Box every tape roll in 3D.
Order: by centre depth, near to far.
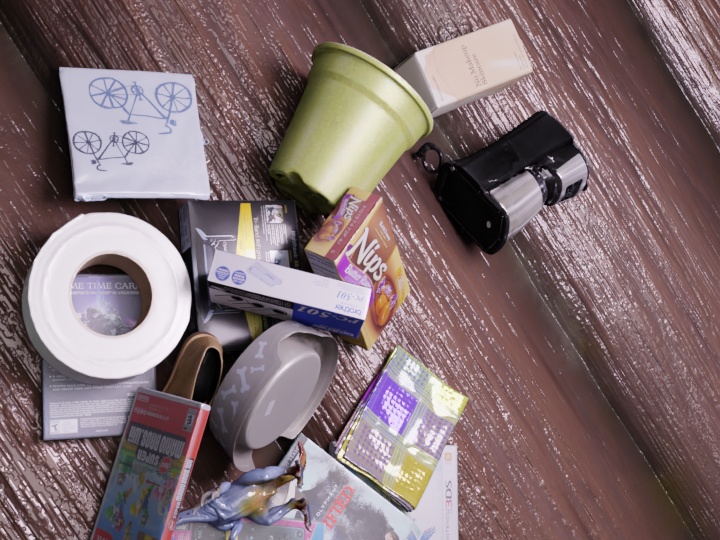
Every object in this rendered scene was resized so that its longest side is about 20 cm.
[{"bbox_3d":[-0.311,0.034,1.199,0.198,0.071,0.207,6,77,-24],"label":"tape roll"}]

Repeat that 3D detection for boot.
[{"bbox_3d":[-0.218,0.178,1.200,0.072,0.075,0.204,18,92,-22],"label":"boot"}]

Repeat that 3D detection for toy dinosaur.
[{"bbox_3d":[-0.151,0.292,1.171,0.177,0.200,0.107,-11,94,1],"label":"toy dinosaur"}]

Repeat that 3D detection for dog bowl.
[{"bbox_3d":[-0.111,0.152,1.229,0.058,0.202,0.200,32,61,22],"label":"dog bowl"}]

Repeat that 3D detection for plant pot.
[{"bbox_3d":[-0.029,-0.174,1.348,0.199,0.200,0.186,35,78,-14],"label":"plant pot"}]

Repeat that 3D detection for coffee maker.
[{"bbox_3d":[0.222,-0.156,1.480,0.198,0.134,0.194,-33,93,-28],"label":"coffee maker"}]

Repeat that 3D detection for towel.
[{"bbox_3d":[0.060,0.219,1.363,0.143,0.023,0.201,38,58,-7],"label":"towel"}]

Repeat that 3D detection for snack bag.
[{"bbox_3d":[-0.291,-0.176,1.279,0.185,0.021,0.204,-2,66,-27],"label":"snack bag"}]

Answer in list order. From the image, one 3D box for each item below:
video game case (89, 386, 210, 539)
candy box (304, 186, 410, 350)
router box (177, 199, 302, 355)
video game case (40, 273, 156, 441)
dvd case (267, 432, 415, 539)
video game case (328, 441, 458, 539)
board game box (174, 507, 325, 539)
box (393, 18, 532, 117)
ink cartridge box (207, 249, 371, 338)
[{"bbox_3d":[-0.250,0.246,1.150,0.017,0.141,0.204,25,75,-42],"label":"video game case"},{"bbox_3d":[0.000,0.000,1.316,0.056,0.202,0.117,22,60,29],"label":"candy box"},{"bbox_3d":[-0.156,0.009,1.307,0.154,0.052,0.205,-1,79,-26],"label":"router box"},{"bbox_3d":[-0.327,0.106,1.224,0.140,0.019,0.205,1,78,-26],"label":"video game case"},{"bbox_3d":[-0.043,0.334,1.287,0.199,0.022,0.147,38,71,-3],"label":"dvd case"},{"bbox_3d":[0.047,0.333,1.351,0.196,0.022,0.187,6,76,-24],"label":"video game case"},{"bbox_3d":[-0.149,0.377,1.207,0.195,0.064,0.151,8,77,-14],"label":"board game box"},{"bbox_3d":[0.159,-0.309,1.514,0.198,0.077,0.096,-26,91,-28],"label":"box"},{"bbox_3d":[-0.089,0.031,1.219,0.196,0.094,0.045,14,72,-2],"label":"ink cartridge box"}]
